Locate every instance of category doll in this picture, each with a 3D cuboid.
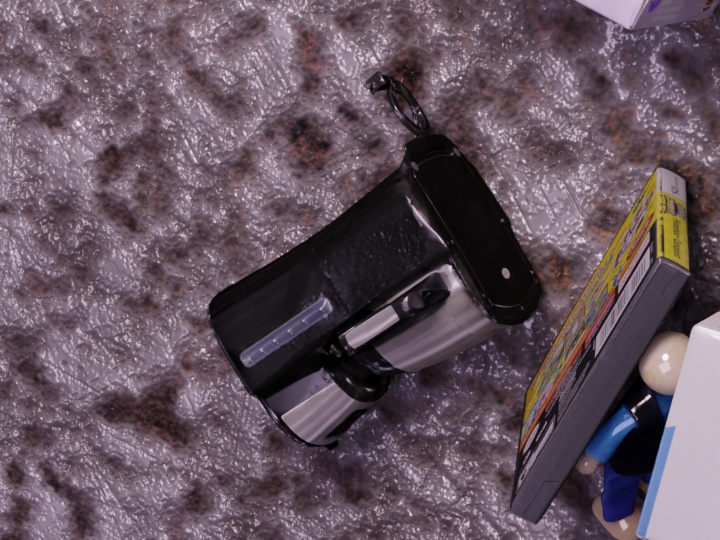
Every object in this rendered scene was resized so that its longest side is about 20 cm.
[{"bbox_3d":[0.194,0.099,1.425,0.048,0.136,0.200,43,158,25],"label":"doll"}]

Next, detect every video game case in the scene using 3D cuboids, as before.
[{"bbox_3d":[0.159,0.045,1.429,0.025,0.181,0.200,27,112,-3],"label":"video game case"}]

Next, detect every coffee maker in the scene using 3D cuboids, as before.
[{"bbox_3d":[0.000,0.000,1.540,0.200,0.135,0.193,-33,62,26],"label":"coffee maker"}]

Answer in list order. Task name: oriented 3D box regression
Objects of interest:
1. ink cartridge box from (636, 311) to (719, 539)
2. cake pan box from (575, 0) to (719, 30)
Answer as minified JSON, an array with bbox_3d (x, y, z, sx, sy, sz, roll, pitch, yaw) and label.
[{"bbox_3d":[0.262,0.093,1.375,0.084,0.200,0.146,20,108,24],"label":"ink cartridge box"},{"bbox_3d":[0.133,-0.219,1.377,0.184,0.200,0.052,30,109,15],"label":"cake pan box"}]
